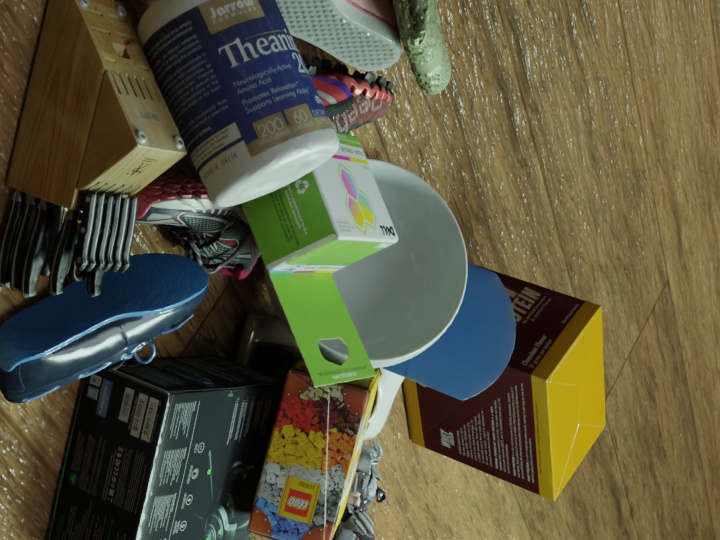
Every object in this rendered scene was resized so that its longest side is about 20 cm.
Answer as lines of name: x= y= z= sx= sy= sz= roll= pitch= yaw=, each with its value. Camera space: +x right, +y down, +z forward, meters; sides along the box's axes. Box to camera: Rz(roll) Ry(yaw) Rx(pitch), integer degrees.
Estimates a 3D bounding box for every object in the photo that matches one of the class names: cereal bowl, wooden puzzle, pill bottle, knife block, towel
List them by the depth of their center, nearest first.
knife block: x=-0.225 y=-0.086 z=1.184 sx=0.064 sy=0.175 sz=0.202 roll=4 pitch=58 yaw=-61
pill bottle: x=-0.104 y=-0.161 z=1.204 sx=0.111 sy=0.110 sz=0.202 roll=-19 pitch=83 yaw=-55
towel: x=0.046 y=-0.276 z=1.444 sx=0.148 sy=0.036 sz=0.203 roll=54 pitch=26 yaw=-72
cereal bowl: x=0.000 y=0.000 z=1.505 sx=0.201 sy=0.199 sz=0.083 roll=-59 pitch=-178 yaw=-22
wooden puzzle: x=-0.081 y=0.143 z=1.571 sx=0.199 sy=0.037 sz=0.187 roll=13 pitch=94 yaw=-61

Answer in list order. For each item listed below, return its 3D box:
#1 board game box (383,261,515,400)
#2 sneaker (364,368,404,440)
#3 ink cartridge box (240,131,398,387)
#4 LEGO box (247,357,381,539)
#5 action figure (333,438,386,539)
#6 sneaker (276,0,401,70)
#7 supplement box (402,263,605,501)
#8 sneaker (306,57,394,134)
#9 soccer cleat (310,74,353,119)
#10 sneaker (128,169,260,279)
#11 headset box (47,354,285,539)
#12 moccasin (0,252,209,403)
board game box: x=0.063 y=0.053 z=1.640 sx=0.039 sy=0.198 sz=0.159 roll=114 pitch=-3 yaw=-58
sneaker: x=0.022 y=0.088 z=1.672 sx=0.085 sy=0.072 sz=0.202 roll=11 pitch=97 yaw=-71
ink cartridge box: x=-0.021 y=-0.013 z=1.329 sx=0.202 sy=0.075 sz=0.148 roll=67 pitch=19 yaw=8
LEGO box: x=-0.039 y=0.162 z=1.466 sx=0.200 sy=0.076 sz=0.151 roll=-31 pitch=136 yaw=-86
action figure: x=-0.008 y=0.274 z=1.729 sx=0.130 sy=0.069 sz=0.202 roll=-47 pitch=155 yaw=-67
sneaker: x=-0.038 y=-0.264 z=1.395 sx=0.199 sy=0.075 sz=0.106 roll=27 pitch=53 yaw=-45
supplement box: x=0.164 y=0.123 z=1.815 sx=0.133 sy=0.198 sz=0.199 roll=-47 pitch=143 yaw=-36
sneaker: x=-0.040 y=-0.144 z=1.448 sx=0.200 sy=0.070 sz=0.099 roll=-8 pitch=112 yaw=-56
soccer cleat: x=-0.093 y=-0.152 z=1.304 sx=0.198 sy=0.068 sz=0.074 roll=-9 pitch=99 yaw=-30
sneaker: x=-0.133 y=-0.037 z=1.336 sx=0.199 sy=0.080 sz=0.076 roll=15 pitch=95 yaw=-62
headset box: x=-0.163 y=0.171 z=1.385 sx=0.199 sy=0.092 sz=0.176 roll=0 pitch=105 yaw=-60
moccasin: x=-0.212 y=0.044 z=1.264 sx=0.199 sy=0.080 sz=0.069 roll=-21 pitch=140 yaw=-35
